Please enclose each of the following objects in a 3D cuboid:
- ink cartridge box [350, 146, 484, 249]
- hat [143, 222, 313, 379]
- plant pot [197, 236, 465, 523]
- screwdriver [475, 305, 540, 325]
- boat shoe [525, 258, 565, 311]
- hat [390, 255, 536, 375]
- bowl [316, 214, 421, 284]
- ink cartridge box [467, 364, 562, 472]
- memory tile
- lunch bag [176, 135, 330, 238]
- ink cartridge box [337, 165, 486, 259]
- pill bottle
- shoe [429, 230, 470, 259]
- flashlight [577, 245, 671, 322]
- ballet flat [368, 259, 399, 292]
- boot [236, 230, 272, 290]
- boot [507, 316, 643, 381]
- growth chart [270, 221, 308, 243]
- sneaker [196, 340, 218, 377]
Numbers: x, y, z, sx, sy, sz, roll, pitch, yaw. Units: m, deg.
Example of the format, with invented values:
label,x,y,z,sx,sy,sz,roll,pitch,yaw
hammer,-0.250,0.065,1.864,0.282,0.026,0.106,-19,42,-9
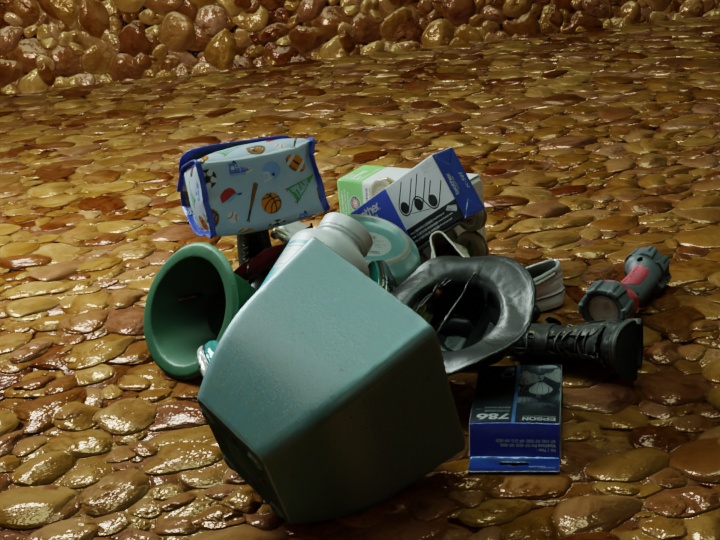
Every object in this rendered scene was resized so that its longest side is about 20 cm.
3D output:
label,x,y,z,sx,sy,sz,roll,pitch,yaw
ink cartridge box,0.073,-0.080,1.842,0.044,0.094,0.200,-24,-6,-39
hat,-0.153,0.052,1.758,0.175,0.200,0.166,10,47,-50
plant pot,-0.044,0.129,1.356,0.200,0.197,0.196,-37,48,-19
screwdriver,0.181,0.056,1.700,0.028,0.029,0.200,-9,-6,28
boat shoe,0.179,0.028,1.804,0.199,0.066,0.073,-15,22,-26
hat,0.115,0.071,1.564,0.199,0.081,0.201,-17,39,14
bowl,0.000,0.000,1.782,0.199,0.106,0.201,7,34,-4
ink cartridge box,0.171,0.157,1.487,0.099,0.040,0.200,-1,20,9
memory tile,0.094,-0.045,1.890,0.199,0.154,0.017,15,27,39
lunch bag,-0.151,-0.114,1.827,0.169,0.125,0.200,-11,3,-14
ink cartridge box,0.075,-0.067,1.978,0.199,0.147,0.084,7,23,32
pill bottle,-0.060,0.028,1.636,0.110,0.111,0.201,10,56,36
shoe,0.125,0.029,1.736,0.069,0.054,0.201,-20,46,2
flashlight,0.348,0.019,1.789,0.068,0.068,0.200,2,22,28
ballet flat,0.032,0.075,1.636,0.074,0.075,0.201,-2,49,9
boot,-0.147,-0.011,1.887,0.077,0.139,0.200,-9,20,-10
boot,0.241,0.089,1.608,0.173,0.070,0.200,0,1,16
growth chart,-0.082,-0.048,2.054,0.144,0.018,0.200,30,9,-17
sneaker,-0.117,0.127,1.557,0.080,0.077,0.200,-53,42,-6
